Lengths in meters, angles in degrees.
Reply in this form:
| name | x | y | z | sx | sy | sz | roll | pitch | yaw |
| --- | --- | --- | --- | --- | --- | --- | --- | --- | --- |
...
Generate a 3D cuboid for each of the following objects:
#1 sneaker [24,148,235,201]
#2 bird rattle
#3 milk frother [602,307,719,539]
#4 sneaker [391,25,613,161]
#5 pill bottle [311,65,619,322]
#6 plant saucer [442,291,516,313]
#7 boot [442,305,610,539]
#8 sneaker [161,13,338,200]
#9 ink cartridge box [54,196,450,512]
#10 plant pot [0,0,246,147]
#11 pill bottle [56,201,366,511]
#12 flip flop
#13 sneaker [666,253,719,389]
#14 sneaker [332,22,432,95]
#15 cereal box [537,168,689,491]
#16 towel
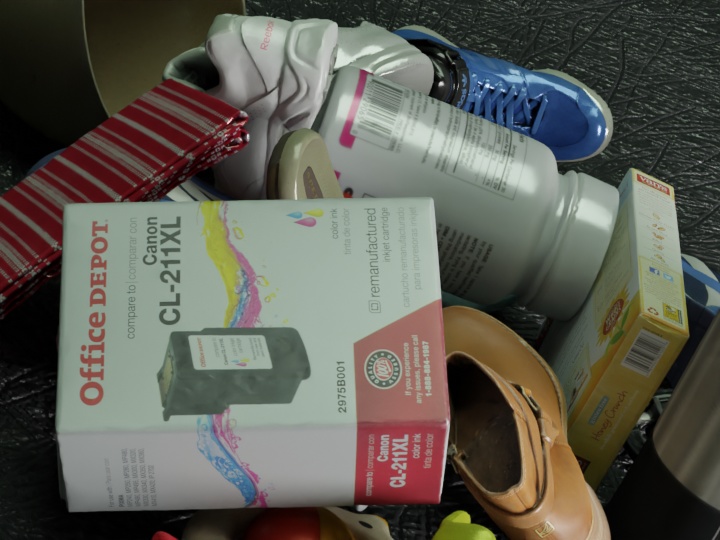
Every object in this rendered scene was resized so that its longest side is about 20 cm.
| name | x | y | z | sx | sy | sz | roll | pitch | yaw |
| --- | --- | --- | --- | --- | --- | --- | --- | --- | --- |
| sneaker | -0.116 | -0.015 | 1.435 | 0.199 | 0.074 | 0.082 | 20 | 30 | -4 |
| bird rattle | -0.036 | 0.169 | 1.208 | 0.199 | 0.113 | 0.163 | 2 | 21 | -12 |
| milk frother | 0.232 | 0.082 | 1.421 | 0.180 | 0.189 | 0.200 | 3 | 35 | -37 |
| sneaker | 0.091 | -0.129 | 1.797 | 0.199 | 0.077 | 0.111 | 26 | 22 | 14 |
| pill bottle | 0.059 | -0.046 | 1.508 | 0.199 | 0.114 | 0.114 | 22 | 28 | -6 |
| plant saucer | 0.018 | -0.017 | 1.592 | 0.200 | 0.039 | 0.201 | 19 | 28 | -11 |
| boot | 0.073 | 0.076 | 1.347 | 0.200 | 0.074 | 0.155 | 56 | 7 | 31 |
| sneaker | -0.078 | -0.102 | 1.460 | 0.099 | 0.200 | 0.078 | 18 | 54 | -4 |
| ink cartridge box | -0.058 | 0.043 | 1.216 | 0.199 | 0.083 | 0.146 | -1 | 56 | -3 |
| plant pot | -0.183 | -0.164 | 1.569 | 0.134 | 0.202 | 0.200 | -2 | 16 | 29 |
| pill bottle | -0.064 | 0.052 | 1.330 | 0.199 | 0.113 | 0.112 | 29 | 28 | 10 |
| flip flop | 0.000 | 0.000 | 1.414 | 0.057 | 0.201 | 0.081 | -6 | 34 | 22 |
| sneaker | 0.247 | 0.048 | 1.620 | 0.082 | 0.074 | 0.200 | 6 | 34 | -34 |
| sneaker | -0.052 | -0.131 | 1.586 | 0.199 | 0.076 | 0.089 | -12 | 46 | -37 |
| cereal box | 0.158 | 0.040 | 1.486 | 0.039 | 0.144 | 0.200 | 23 | 28 | -7 |
| towel | -0.164 | -0.038 | 1.336 | 0.023 | 0.200 | 0.145 | 58 | -13 | -24 |
